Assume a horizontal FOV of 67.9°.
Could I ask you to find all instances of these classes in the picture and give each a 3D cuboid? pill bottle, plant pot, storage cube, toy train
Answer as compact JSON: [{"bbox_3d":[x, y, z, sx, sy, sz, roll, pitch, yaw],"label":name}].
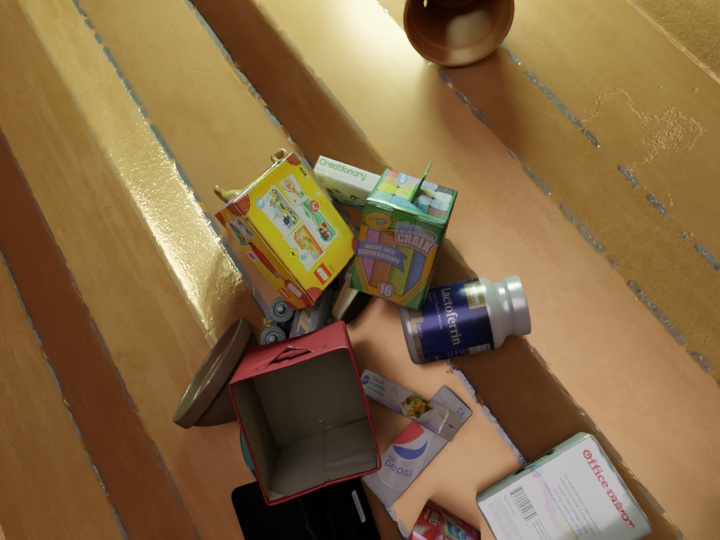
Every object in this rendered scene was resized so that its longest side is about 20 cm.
[{"bbox_3d":[0.168,0.077,0.867,0.196,0.116,0.118,-14,74,9],"label":"pill bottle"},{"bbox_3d":[-0.225,0.189,0.915,0.092,0.201,0.203,34,85,-15],"label":"plant pot"},{"bbox_3d":[-0.075,0.193,0.786,0.167,0.180,0.204,-17,97,-2],"label":"storage cube"},{"bbox_3d":[-0.105,0.083,0.951,0.111,0.085,0.204,13,77,2],"label":"toy train"},{"bbox_3d":[0.177,-0.504,0.979,0.195,0.201,0.143,-2,58,12],"label":"plant pot"}]

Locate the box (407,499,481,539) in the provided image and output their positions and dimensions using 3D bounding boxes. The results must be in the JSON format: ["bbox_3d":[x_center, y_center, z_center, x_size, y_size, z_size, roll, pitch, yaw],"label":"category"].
[{"bbox_3d":[0.109,0.410,0.754,0.098,0.200,0.097,26,85,17],"label":"box"}]

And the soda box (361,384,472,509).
[{"bbox_3d":[0.094,0.280,0.859,0.063,0.068,0.200,42,89,19],"label":"soda box"}]

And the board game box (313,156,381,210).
[{"bbox_3d":[0.023,-0.132,0.946,0.197,0.126,0.035,22,81,17],"label":"board game box"}]

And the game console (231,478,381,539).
[{"bbox_3d":[-0.081,0.404,0.848,0.116,0.174,0.204,-24,86,50],"label":"game console"}]

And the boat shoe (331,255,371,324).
[{"bbox_3d":[0.000,0.000,0.952,0.065,0.074,0.202,26,73,21],"label":"boat shoe"}]

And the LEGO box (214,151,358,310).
[{"bbox_3d":[-0.112,-0.063,0.873,0.201,0.077,0.149,53,54,-16],"label":"LEGO box"}]

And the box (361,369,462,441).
[{"bbox_3d":[0.071,0.208,0.840,0.198,0.041,0.039,14,71,52],"label":"box"}]

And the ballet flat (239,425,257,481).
[{"bbox_3d":[-0.152,0.330,0.902,0.069,0.065,0.204,-19,80,0],"label":"ballet flat"}]

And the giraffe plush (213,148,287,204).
[{"bbox_3d":[-0.156,-0.131,0.992,0.162,0.174,0.200,-40,36,-10],"label":"giraffe plush"}]

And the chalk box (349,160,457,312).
[{"bbox_3d":[0.068,-0.067,0.810,0.121,0.125,0.203,18,123,10],"label":"chalk box"}]

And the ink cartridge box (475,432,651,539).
[{"bbox_3d":[0.291,0.355,0.787,0.198,0.083,0.147,-31,71,4],"label":"ink cartridge box"}]

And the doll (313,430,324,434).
[{"bbox_3d":[-0.065,0.280,0.906,0.133,0.048,0.205,-10,74,11],"label":"doll"}]
